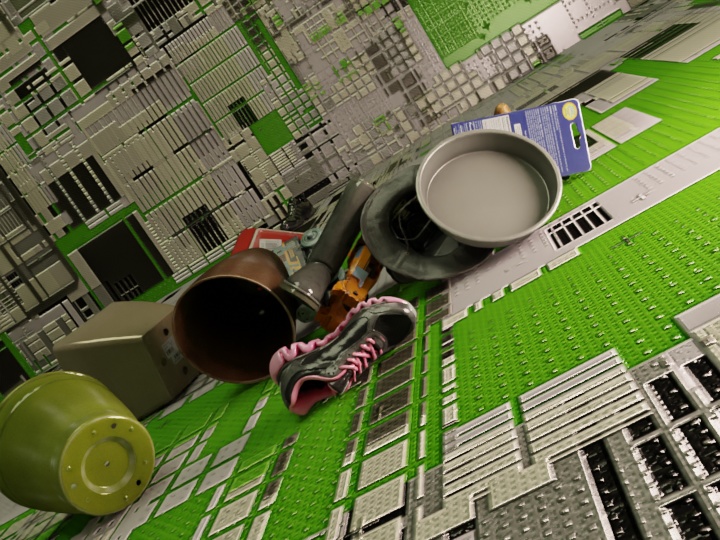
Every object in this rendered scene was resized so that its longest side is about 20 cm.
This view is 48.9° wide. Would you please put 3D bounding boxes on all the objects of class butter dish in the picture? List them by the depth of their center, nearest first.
[{"bbox_3d":[-0.157,0.013,1.577,0.199,0.148,0.200,7,28,-1],"label":"butter dish"}]

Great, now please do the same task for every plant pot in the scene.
[{"bbox_3d":[-0.379,0.248,1.079,0.200,0.201,0.193,-39,25,-32],"label":"plant pot"},{"bbox_3d":[-0.181,0.047,1.262,0.187,0.187,0.200,-29,20,18],"label":"plant pot"},{"bbox_3d":[-0.419,0.171,1.516,0.177,0.200,0.200,-13,18,25],"label":"plant pot"}]

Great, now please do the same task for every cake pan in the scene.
[{"bbox_3d":[0.177,-0.112,1.104,0.200,0.200,0.037,-36,-29,-17],"label":"cake pan"}]

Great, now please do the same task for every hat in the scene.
[{"bbox_3d":[0.103,-0.055,1.158,0.201,0.201,0.081,-34,-27,-8],"label":"hat"}]

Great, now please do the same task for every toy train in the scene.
[{"bbox_3d":[-0.089,0.009,1.391,0.114,0.085,0.200,-29,42,5],"label":"toy train"}]

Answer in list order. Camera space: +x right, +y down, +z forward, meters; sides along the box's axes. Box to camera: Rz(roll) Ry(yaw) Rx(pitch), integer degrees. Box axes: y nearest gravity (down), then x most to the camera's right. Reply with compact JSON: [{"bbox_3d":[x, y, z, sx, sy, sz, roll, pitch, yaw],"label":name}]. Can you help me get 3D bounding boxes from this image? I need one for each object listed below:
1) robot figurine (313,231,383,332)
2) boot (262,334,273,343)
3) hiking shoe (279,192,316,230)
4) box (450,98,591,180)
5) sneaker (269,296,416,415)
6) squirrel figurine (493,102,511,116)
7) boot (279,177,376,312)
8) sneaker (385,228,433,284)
[{"bbox_3d":[0.000,0.000,1.224,0.145,0.058,0.200,-56,5,45],"label":"robot figurine"},{"bbox_3d":[-0.198,0.106,1.371,0.074,0.096,0.200,-38,12,-27],"label":"boot"},{"bbox_3d":[-0.250,-0.211,2.935,0.076,0.101,0.200,-25,13,38],"label":"hiking shoe"},{"bbox_3d":[0.251,-0.190,1.244,0.200,0.121,0.032,-10,-8,11],"label":"box"},{"bbox_3d":[-0.015,0.109,0.953,0.200,0.079,0.095,-32,33,9],"label":"sneaker"},{"bbox_3d":[0.212,-0.156,1.360,0.187,0.142,0.200,-45,-1,-10],"label":"squirrel figurine"},{"bbox_3d":[-0.037,-0.042,1.176,0.200,0.073,0.182,-54,6,3],"label":"boot"},{"bbox_3d":[0.118,-0.055,1.245,0.200,0.075,0.079,-34,8,-8],"label":"sneaker"}]
